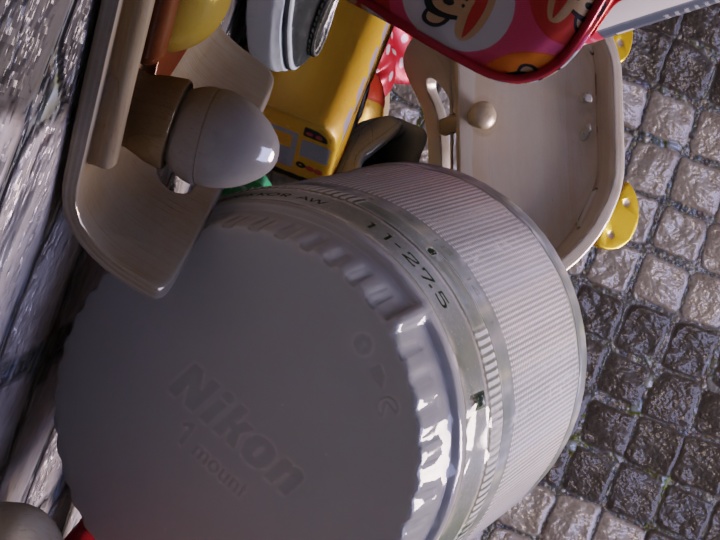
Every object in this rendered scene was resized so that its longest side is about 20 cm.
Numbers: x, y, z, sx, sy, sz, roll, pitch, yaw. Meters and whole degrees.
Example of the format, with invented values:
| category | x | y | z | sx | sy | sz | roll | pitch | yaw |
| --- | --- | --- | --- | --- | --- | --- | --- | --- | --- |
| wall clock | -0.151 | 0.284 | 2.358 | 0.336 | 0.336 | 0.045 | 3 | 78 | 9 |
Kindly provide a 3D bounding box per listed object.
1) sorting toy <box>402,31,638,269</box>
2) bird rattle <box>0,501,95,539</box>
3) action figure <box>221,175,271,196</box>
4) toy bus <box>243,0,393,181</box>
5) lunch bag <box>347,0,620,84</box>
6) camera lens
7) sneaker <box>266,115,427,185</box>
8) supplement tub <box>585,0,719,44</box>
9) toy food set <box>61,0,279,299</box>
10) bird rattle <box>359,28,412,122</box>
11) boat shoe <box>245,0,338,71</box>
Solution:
| category | x | y | z | sx | sy | sz | roll | pitch | yaw |
| --- | --- | --- | --- | --- | --- | --- | --- | --- | --- |
| sorting toy | 0.066 | -0.076 | 1.037 | 0.180 | 0.106 | 0.202 | 171 | -81 | -66 |
| bird rattle | -0.111 | 0.152 | 0.624 | 0.201 | 0.112 | 0.164 | -73 | 166 | -47 |
| action figure | -0.076 | 0.013 | 0.872 | 0.200 | 0.054 | 0.119 | 116 | -2 | -52 |
| toy bus | -0.012 | -0.141 | 0.961 | 0.078 | 0.065 | 0.201 | 106 | 5 | -62 |
| lunch bag | 0.066 | -0.178 | 0.700 | 0.201 | 0.175 | 0.082 | -59 | -179 | 22 |
| camera lens | -0.008 | 0.043 | 0.721 | 0.200 | 0.159 | 0.161 | -19 | 132 | -66 |
| sneaker | 0.000 | 0.000 | 0.938 | 0.092 | 0.076 | 0.201 | -28 | -131 | 31 |
| supplement tub | 0.154 | -0.192 | 0.821 | 0.140 | 0.199 | 0.141 | -16 | 90 | -74 |
| toy food set | -0.031 | -0.107 | 0.580 | 0.144 | 0.060 | 0.201 | -68 | 179 | -52 |
| bird rattle | -0.002 | -0.102 | 1.141 | 0.163 | 0.112 | 0.202 | 25 | 82 | -73 |
| boat shoe | -0.001 | -0.165 | 0.820 | 0.072 | 0.070 | 0.201 | -69 | 179 | -48 |
